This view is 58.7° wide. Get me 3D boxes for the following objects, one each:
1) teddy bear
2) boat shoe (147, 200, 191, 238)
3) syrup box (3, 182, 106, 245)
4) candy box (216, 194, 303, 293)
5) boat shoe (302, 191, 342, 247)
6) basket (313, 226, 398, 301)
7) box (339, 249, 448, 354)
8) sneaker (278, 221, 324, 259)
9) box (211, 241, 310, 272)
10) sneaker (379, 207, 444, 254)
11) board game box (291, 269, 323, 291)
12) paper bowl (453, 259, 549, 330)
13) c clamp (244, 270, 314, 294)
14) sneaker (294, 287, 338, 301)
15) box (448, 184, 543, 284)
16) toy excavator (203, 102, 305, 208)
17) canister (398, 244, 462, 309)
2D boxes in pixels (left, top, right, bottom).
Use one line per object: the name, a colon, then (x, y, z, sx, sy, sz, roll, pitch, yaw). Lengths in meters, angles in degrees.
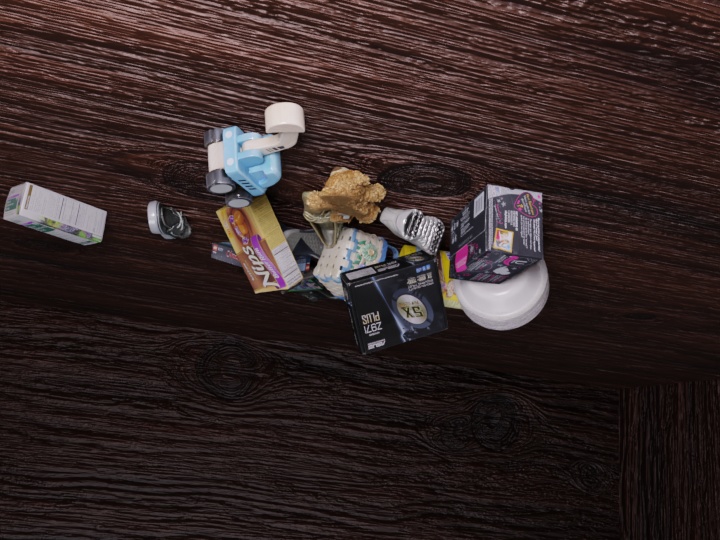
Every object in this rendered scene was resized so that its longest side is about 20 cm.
teddy bear: (-0.023, -0.138, 1.195, 0.144, 0.067, 0.200, -5, 165, 25)
boat shoe: (-0.432, -0.115, 1.459, 0.070, 0.073, 0.200, -2, 175, -3)
syrup box: (-0.699, -0.127, 1.475, 0.078, 0.082, 0.199, -7, 161, 37)
candy box: (-0.213, -0.054, 1.355, 0.116, 0.201, 0.056, -8, -159, 43)
boat shoe: (-0.077, -0.107, 1.328, 0.073, 0.064, 0.201, 4, 165, 7)
basket: (0.000, 0.000, 1.477, 0.138, 0.178, 0.200, 6, 163, 42)
box: (0.072, 0.066, 1.375, 0.199, 0.165, 0.086, -15, -161, -9)
sneaker: (-0.154, -0.070, 1.487, 0.145, 0.078, 0.202, 9, -179, 38)
box: (-0.238, -0.032, 1.531, 0.199, 0.038, 0.136, 16, -166, 33)
sneaker: (0.113, -0.088, 1.334, 0.081, 0.076, 0.200, 19, 176, 35)
board game box: (-0.208, -0.002, 1.754, 0.134, 0.029, 0.200, -4, 150, 34)
paper bowl: (0.297, 0.017, 1.365, 0.199, 0.202, 0.104, 0, 153, 22)
c clamp: (-0.198, 0.006, 1.521, 0.199, 0.027, 0.170, 14, -161, 34)
sneaker: (-0.110, 0.051, 1.898, 0.198, 0.077, 0.114, 5, 167, 16)
box: (0.255, -0.063, 1.219, 0.114, 0.133, 0.200, 7, 164, -11)
toy excavator: (-0.160, -0.194, 1.028, 0.198, 0.101, 0.194, -11, 163, 13)
canister: (0.192, 0.018, 1.506, 0.198, 0.149, 0.087, 8, 139, -10)
